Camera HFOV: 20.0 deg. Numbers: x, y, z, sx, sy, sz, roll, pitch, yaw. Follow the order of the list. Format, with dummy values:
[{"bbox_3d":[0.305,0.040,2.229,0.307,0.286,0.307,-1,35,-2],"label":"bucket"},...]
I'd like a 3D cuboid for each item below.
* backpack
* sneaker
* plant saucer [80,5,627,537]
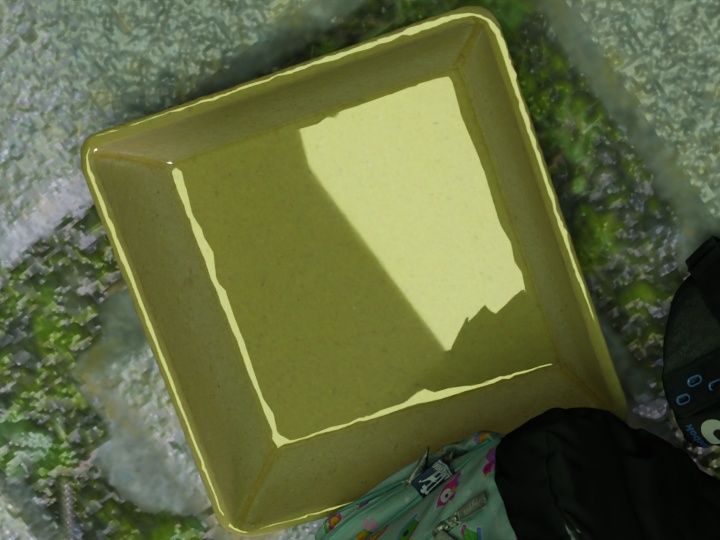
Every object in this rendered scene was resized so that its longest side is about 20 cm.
[{"bbox_3d":[0.064,0.146,0.886,0.166,0.127,0.200,30,132,-29],"label":"backpack"},{"bbox_3d":[0.190,0.064,0.853,0.112,0.201,0.073,-36,133,23],"label":"sneaker"},{"bbox_3d":[0.000,0.000,0.922,0.198,0.048,0.202,-17,103,14],"label":"plant saucer"}]
